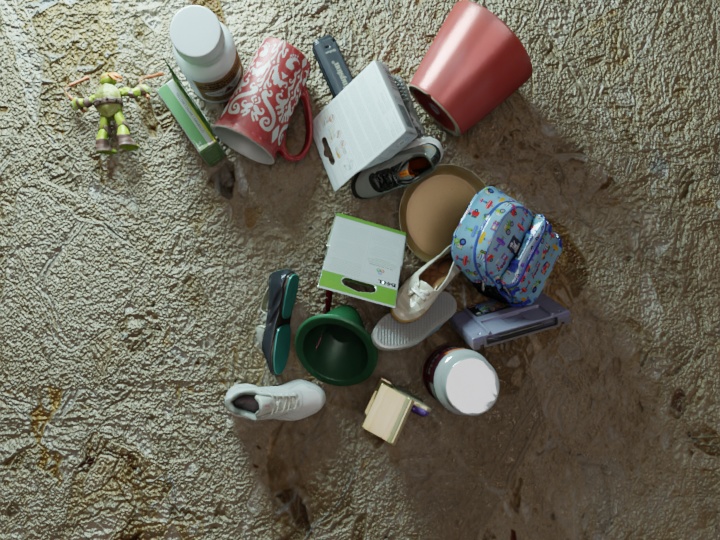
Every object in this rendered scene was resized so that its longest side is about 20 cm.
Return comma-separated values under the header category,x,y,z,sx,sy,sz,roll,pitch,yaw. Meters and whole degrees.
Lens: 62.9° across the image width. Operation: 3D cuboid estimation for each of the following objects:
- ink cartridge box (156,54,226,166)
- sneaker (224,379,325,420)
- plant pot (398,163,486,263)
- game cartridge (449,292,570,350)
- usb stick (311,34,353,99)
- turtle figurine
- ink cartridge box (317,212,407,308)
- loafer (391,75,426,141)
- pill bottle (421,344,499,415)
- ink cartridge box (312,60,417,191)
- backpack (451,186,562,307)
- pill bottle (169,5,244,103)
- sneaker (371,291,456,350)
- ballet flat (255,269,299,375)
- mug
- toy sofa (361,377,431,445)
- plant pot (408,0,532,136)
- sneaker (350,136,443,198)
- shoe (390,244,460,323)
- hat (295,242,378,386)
category,x,y,z,sx,sy,sz,roll,pitch,yaw
ink cartridge box,-0.317,-0.285,1.079,0.048,0.200,0.147,-35,89,-5
sneaker,-0.162,0.253,1.106,0.195,0.099,0.080,-4,87,-4
plant pot,0.171,-0.108,1.178,0.195,0.027,0.205,0,93,-7
game cartridge,0.282,0.090,1.128,0.195,0.130,0.039,-15,113,-8
usb stick,-0.037,-0.375,1.187,0.055,0.033,0.203,-24,88,-4
turtle figurine,-0.473,-0.316,1.139,0.195,0.064,0.165,-10,87,-4
ink cartridge box,0.000,0.000,1.088,0.144,0.077,0.202,15,44,-2
loafer,0.092,-0.285,1.170,0.073,0.070,0.204,-11,105,13
pill bottle,0.181,0.200,1.081,0.111,0.200,0.117,0,86,-4
ink cartridge box,0.000,-0.271,1.130,0.199,0.047,0.163,-34,70,35
backpack,0.265,-0.048,1.094,0.199,0.133,0.185,39,82,-46
pill bottle,-0.283,-0.397,1.089,0.111,0.200,0.117,0,87,-3
sneaker,0.098,0.111,1.115,0.197,0.082,0.075,-19,65,-30
ballet flat,-0.166,0.096,1.139,0.071,0.073,0.205,9,92,-3
mug,-0.173,-0.320,1.148,0.131,0.177,0.204,17,79,34
toy sofa,0.062,0.258,1.071,0.096,0.200,0.084,28,85,4
plant pot,0.199,-0.375,1.134,0.200,0.200,0.178,42,95,0
sneaker,0.064,-0.191,1.129,0.197,0.080,0.075,-23,117,25
shoe,0.125,0.020,1.097,0.069,0.054,0.200,36,57,19
hat,-0.029,0.095,1.164,0.162,0.177,0.203,15,127,4
